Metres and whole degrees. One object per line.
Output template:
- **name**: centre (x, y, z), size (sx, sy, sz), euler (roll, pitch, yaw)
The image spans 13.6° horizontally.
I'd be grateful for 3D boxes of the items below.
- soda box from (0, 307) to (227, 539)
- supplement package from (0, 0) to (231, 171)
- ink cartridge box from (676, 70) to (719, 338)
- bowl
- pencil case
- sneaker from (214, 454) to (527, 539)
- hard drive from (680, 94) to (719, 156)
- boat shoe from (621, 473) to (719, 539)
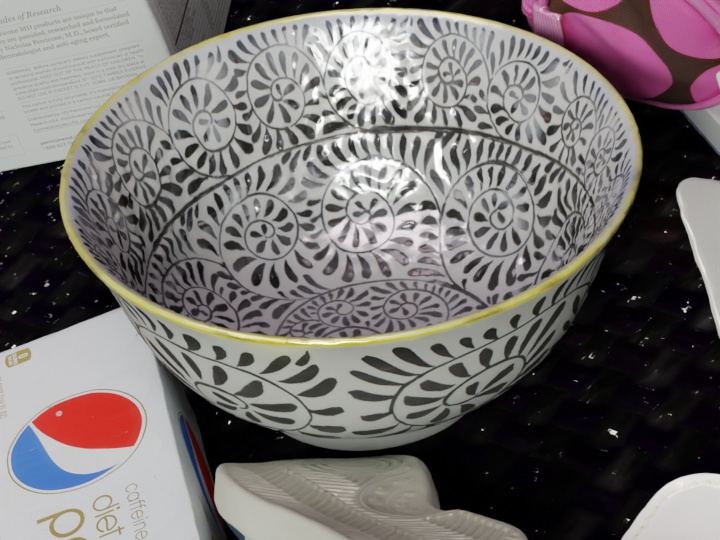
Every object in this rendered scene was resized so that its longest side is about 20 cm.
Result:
- **soda box**: centre (-0.079, 0.099, 1.005), size (0.068, 0.064, 0.200), euler (-21, 37, 1)
- **supplement package**: centre (-0.157, -0.166, 1.265), size (0.151, 0.201, 0.151), euler (-10, 38, 15)
- **ink cartridge box**: centre (0.205, -0.007, 0.901), size (0.199, 0.125, 0.129), euler (-21, 52, 13)
- **bowl**: centre (0.000, 0.000, 1.048), size (0.199, 0.095, 0.201), euler (-4, 35, 3)
- **pencil case**: centre (0.115, -0.160, 1.134), size (0.093, 0.091, 0.201), euler (11, 59, 4)
- **sneaker**: centre (0.000, 0.110, 0.950), size (0.075, 0.085, 0.200), euler (-4, 9, -13)
- **hard drive**: centre (0.219, -0.095, 1.126), size (0.199, 0.025, 0.132), euler (-26, 36, -5)
- **boat shoe**: centre (0.085, 0.123, 0.882), size (0.070, 0.070, 0.200), euler (-5, 39, 24)
